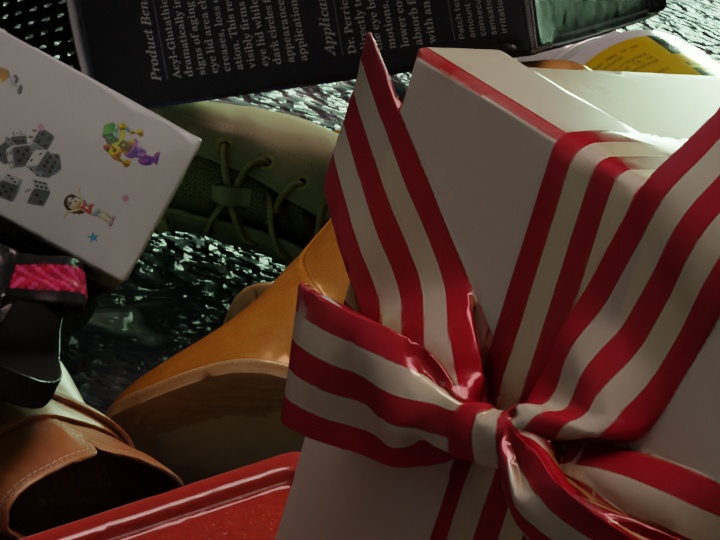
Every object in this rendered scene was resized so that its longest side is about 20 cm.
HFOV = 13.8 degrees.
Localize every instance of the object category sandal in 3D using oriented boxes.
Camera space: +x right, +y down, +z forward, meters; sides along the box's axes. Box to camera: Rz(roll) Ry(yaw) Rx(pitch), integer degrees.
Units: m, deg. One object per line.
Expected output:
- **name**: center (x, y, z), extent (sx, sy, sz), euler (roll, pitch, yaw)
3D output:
- **sandal**: center (-0.125, 0.002, 1.020), extent (0.075, 0.045, 0.200), euler (26, 11, -2)

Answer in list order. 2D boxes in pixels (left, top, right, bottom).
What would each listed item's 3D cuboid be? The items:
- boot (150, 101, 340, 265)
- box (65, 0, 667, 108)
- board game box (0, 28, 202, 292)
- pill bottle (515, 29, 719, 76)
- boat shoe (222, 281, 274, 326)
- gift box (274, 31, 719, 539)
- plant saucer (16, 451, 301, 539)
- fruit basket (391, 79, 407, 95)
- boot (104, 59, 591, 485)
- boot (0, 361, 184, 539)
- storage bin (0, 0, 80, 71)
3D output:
- **boot**: center (-0.043, -0.028, 1.298), extent (0.155, 0.073, 0.200), euler (14, 18, -4)
- **box**: center (0.000, -0.132, 1.191), extent (0.199, 0.105, 0.148), euler (-6, 8, 28)
- **board game box**: center (-0.165, -0.065, 1.107), extent (0.200, 0.064, 0.148), euler (29, -6, -5)
- **pill bottle**: center (0.147, -0.050, 1.428), extent (0.111, 0.112, 0.200), euler (3, 23, -29)
- **boat shoe**: center (0.042, 0.052, 1.142), extent (0.200, 0.074, 0.069), euler (29, 23, 25)
- **gift box**: center (0.091, 0.027, 0.843), extent (0.186, 0.201, 0.184), euler (-2, 21, -41)
- **plant saucer**: center (-0.045, 0.124, 0.876), extent (0.199, 0.037, 0.200), euler (-16, 33, -27)
- **fruit basket**: center (0.094, 0.011, 1.207), extent (0.200, 0.094, 0.185), euler (29, -15, 51)
- **boot**: center (0.000, -0.001, 1.103), extent (0.201, 0.071, 0.144), euler (-17, 42, 17)
- **boot**: center (-0.169, 0.051, 1.005), extent (0.200, 0.074, 0.155), euler (-9, 32, -45)
- **storage bin**: center (-0.163, -0.147, 1.325), extent (0.199, 0.094, 0.135), euler (-9, -25, 34)
